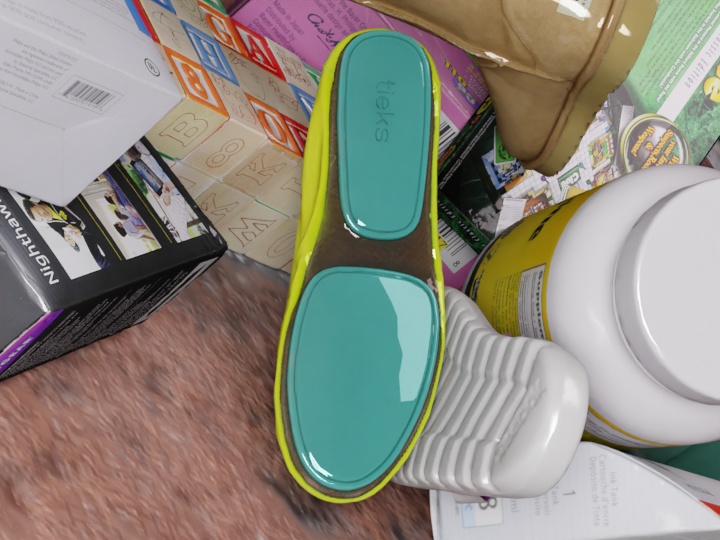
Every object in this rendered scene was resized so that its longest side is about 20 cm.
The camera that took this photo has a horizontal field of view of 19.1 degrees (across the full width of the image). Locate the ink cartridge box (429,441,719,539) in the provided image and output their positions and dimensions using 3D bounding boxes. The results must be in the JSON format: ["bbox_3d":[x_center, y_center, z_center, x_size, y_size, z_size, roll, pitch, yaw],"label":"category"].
[{"bbox_3d":[0.153,0.099,0.917,0.160,0.200,0.047,22,61,-58],"label":"ink cartridge box"}]

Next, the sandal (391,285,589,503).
[{"bbox_3d":[0.050,0.059,0.857,0.050,0.083,0.203,23,2,-17],"label":"sandal"}]

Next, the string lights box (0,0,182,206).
[{"bbox_3d":[-0.141,-0.123,0.673,0.103,0.059,0.200,21,34,-53],"label":"string lights box"}]

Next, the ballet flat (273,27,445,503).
[{"bbox_3d":[0.000,0.000,0.872,0.067,0.067,0.200,9,73,-11],"label":"ballet flat"}]

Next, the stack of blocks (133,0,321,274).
[{"bbox_3d":[-0.075,-0.077,0.918,0.200,0.059,0.115,25,32,-55],"label":"stack of blocks"}]

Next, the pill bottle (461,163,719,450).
[{"bbox_3d":[0.118,0.017,0.887,0.112,0.112,0.200,50,-15,-4],"label":"pill bottle"}]

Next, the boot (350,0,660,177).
[{"bbox_3d":[0.016,-0.123,0.916,0.200,0.066,0.175,22,-21,-1],"label":"boot"}]

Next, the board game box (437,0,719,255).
[{"bbox_3d":[0.118,-0.074,1.034,0.105,0.023,0.200,43,63,-9],"label":"board game box"}]

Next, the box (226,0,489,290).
[{"bbox_3d":[0.015,-0.093,1.115,0.176,0.097,0.200,48,17,-8],"label":"box"}]

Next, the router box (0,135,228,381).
[{"bbox_3d":[-0.146,-0.062,0.722,0.200,0.051,0.149,52,19,5],"label":"router box"}]

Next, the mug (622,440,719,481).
[{"bbox_3d":[0.176,0.065,1.171,0.185,0.114,0.152,31,27,-47],"label":"mug"}]
